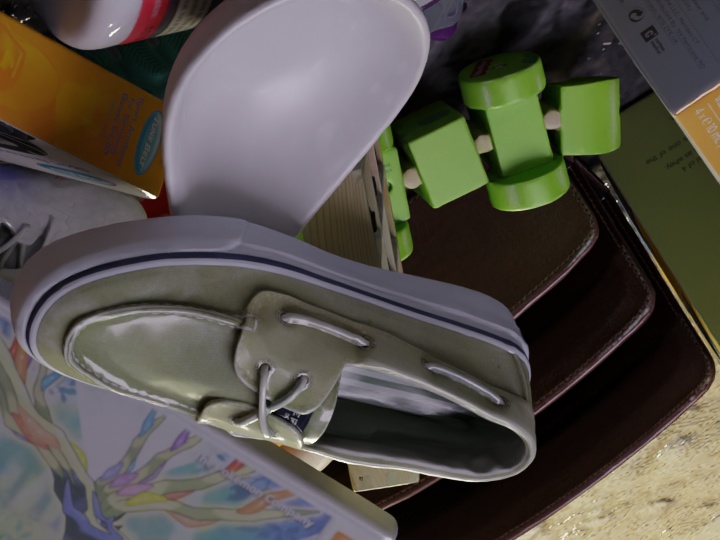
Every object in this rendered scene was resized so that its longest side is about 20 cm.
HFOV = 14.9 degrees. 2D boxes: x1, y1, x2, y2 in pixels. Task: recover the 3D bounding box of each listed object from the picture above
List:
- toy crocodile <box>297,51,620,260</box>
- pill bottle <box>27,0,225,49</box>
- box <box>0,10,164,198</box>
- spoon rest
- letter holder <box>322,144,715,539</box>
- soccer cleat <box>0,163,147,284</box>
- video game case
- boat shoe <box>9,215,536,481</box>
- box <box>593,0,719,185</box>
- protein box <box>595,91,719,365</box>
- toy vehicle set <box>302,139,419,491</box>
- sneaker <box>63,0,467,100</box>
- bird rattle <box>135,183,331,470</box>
[{"bbox_3d":[0.030,-0.052,1.262,0.200,0.062,0.068,-20,110,-11],"label":"toy crocodile"},{"bbox_3d":[-0.023,-0.155,0.990,0.200,0.120,0.120,-14,147,-24],"label":"pill bottle"},{"bbox_3d":[-0.155,-0.075,1.007,0.200,0.119,0.041,24,82,-57],"label":"box"},{"bbox_3d":[-0.045,-0.034,0.984,0.099,0.061,0.200,-2,145,-36],"label":"spoon rest"},{"bbox_3d":[0.051,0.048,1.343,0.200,0.142,0.101,-36,150,12],"label":"letter holder"},{"bbox_3d":[-0.176,-0.014,1.088,0.200,0.069,0.085,1,169,-20],"label":"soccer cleat"},{"bbox_3d":[-0.117,0.121,1.113,0.200,0.022,0.182,32,109,-10],"label":"video game case"},{"bbox_3d":[-0.023,0.030,0.971,0.200,0.062,0.072,8,128,-24],"label":"boat shoe"},{"bbox_3d":[0.217,-0.136,1.250,0.200,0.098,0.124,-35,150,8],"label":"box"},{"bbox_3d":[0.255,-0.017,1.360,0.198,0.200,0.135,-32,150,4],"label":"protein box"},{"bbox_3d":[0.000,0.000,1.128,0.026,0.124,0.200,-10,-166,3],"label":"toy vehicle set"},{"bbox_3d":[-0.038,-0.083,1.140,0.200,0.074,0.088,-25,155,-9],"label":"sneaker"},{"bbox_3d":[-0.076,0.038,1.243,0.163,0.113,0.200,21,120,-19],"label":"bird rattle"}]
